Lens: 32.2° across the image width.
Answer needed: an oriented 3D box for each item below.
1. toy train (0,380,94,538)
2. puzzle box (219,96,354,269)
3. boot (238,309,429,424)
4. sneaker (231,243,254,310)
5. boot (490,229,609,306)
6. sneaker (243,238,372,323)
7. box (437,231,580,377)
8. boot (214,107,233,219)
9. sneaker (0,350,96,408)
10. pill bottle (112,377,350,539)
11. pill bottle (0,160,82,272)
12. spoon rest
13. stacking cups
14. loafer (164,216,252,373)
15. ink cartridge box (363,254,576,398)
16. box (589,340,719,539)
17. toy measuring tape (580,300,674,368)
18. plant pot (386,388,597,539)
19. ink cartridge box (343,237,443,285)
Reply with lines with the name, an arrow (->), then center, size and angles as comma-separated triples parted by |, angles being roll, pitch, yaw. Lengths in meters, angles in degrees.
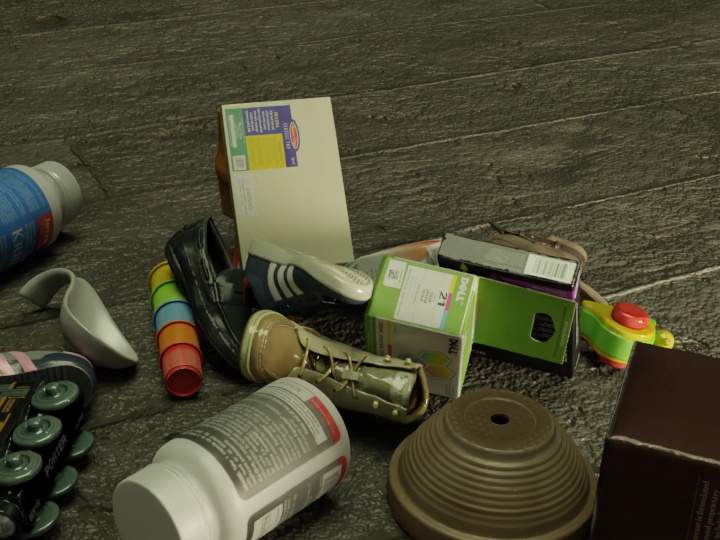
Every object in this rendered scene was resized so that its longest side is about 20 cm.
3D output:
toy train -> -0.321, 0.173, 1.146 | 0.113, 0.086, 0.200 | -5, 29, 11
puzzle box -> -0.085, -0.098, 1.438 | 0.132, 0.202, 0.025 | -6, -9, -14
boot -> -0.022, 0.098, 1.220 | 0.154, 0.073, 0.200 | 14, -10, 22
sneaker -> -0.093, -0.008, 1.496 | 0.107, 0.068, 0.202 | 2, 26, 4
boot -> 0.239, 0.004, 1.510 | 0.199, 0.071, 0.146 | 27, 29, 25
sneaker -> -0.058, 0.027, 1.275 | 0.075, 0.085, 0.200 | 15, 2, -33
box -> 0.160, 0.040, 1.311 | 0.142, 0.200, 0.036 | 13, 62, 18
boot -> -0.099, -0.119, 1.491 | 0.200, 0.145, 0.071 | 18, 28, 33
sneaker -> -0.369, 0.116, 1.269 | 0.198, 0.071, 0.082 | 3, 12, -6
pill bottle -> -0.113, 0.183, 1.102 | 0.113, 0.115, 0.199 | 25, 35, 35
pill bottle -> -0.436, -0.063, 1.521 | 0.112, 0.113, 0.200 | 18, 33, 26
spoon rest -> -0.308, 0.048, 1.368 | 0.200, 0.061, 0.099 | 32, -5, 45
stacking cups -> -0.200, 0.068, 1.374 | 0.060, 0.061, 0.200 | -4, 35, -11
loafer -> -0.151, 0.026, 1.368 | 0.068, 0.070, 0.201 | 24, 31, -56
ink cartridge box -> 0.110, 0.071, 1.277 | 0.199, 0.148, 0.076 | 13, 61, 10
box -> 0.311, 0.187, 1.077 | 0.199, 0.167, 0.164 | 12, 31, 15
toy measuring tape -> 0.254, 0.065, 1.374 | 0.198, 0.074, 0.074 | 12, 28, -8
plant pot -> 0.126, 0.175, 1.161 | 0.199, 0.093, 0.201 | 2, 28, -1
ink cartridge box -> 0.000, 0.000, 1.405 | 0.198, 0.051, 0.162 | -5, 4, 15
